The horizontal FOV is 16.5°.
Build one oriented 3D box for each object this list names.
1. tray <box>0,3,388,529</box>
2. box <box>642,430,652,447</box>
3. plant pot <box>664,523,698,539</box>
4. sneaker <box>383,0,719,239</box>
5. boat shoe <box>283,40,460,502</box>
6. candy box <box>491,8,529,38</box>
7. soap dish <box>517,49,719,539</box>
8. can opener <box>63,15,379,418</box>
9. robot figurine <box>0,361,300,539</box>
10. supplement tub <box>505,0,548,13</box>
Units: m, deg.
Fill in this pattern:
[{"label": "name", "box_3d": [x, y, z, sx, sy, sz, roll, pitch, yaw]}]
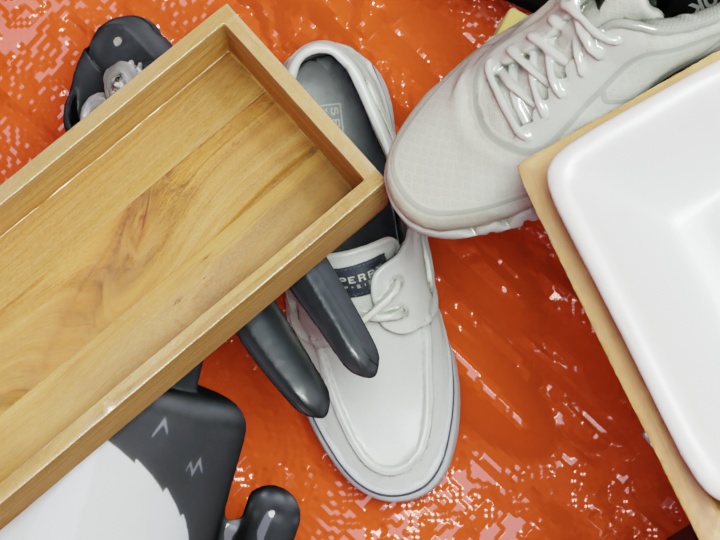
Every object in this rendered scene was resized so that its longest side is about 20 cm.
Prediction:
[{"label": "tray", "box_3d": [-0.096, -0.002, 0.971, 0.200, 0.037, 0.099, -40, 76, -10]}, {"label": "box", "box_3d": [0.200, 0.013, 1.052, 0.039, 0.041, 0.200, 45, 93, 5]}, {"label": "plant pot", "box_3d": [0.167, 0.183, 0.982, 0.176, 0.200, 0.201, -21, 87, 15]}, {"label": "sneaker", "box_3d": [0.086, -0.082, 0.916, 0.200, 0.081, 0.075, -33, 71, 17]}, {"label": "boat shoe", "box_3d": [0.000, 0.000, 1.056, 0.072, 0.066, 0.201, -6, 88, 4]}, {"label": "candy box", "box_3d": [0.144, -0.025, 0.992, 0.200, 0.117, 0.057, 30, 89, 22]}, {"label": "soap dish", "box_3d": [0.177, -0.014, 0.871, 0.200, 0.081, 0.158, -29, 71, 9]}, {"label": "can opener", "box_3d": [-0.055, -0.027, 1.026, 0.063, 0.079, 0.200, -49, 62, 18]}, {"label": "robot figurine", "box_3d": [-0.118, 0.101, 1.033, 0.150, 0.125, 0.201, 16, 90, 32]}, {"label": "supplement tub", "box_3d": [0.138, -0.140, 1.020, 0.199, 0.123, 0.123, 27, 91, 4]}]
